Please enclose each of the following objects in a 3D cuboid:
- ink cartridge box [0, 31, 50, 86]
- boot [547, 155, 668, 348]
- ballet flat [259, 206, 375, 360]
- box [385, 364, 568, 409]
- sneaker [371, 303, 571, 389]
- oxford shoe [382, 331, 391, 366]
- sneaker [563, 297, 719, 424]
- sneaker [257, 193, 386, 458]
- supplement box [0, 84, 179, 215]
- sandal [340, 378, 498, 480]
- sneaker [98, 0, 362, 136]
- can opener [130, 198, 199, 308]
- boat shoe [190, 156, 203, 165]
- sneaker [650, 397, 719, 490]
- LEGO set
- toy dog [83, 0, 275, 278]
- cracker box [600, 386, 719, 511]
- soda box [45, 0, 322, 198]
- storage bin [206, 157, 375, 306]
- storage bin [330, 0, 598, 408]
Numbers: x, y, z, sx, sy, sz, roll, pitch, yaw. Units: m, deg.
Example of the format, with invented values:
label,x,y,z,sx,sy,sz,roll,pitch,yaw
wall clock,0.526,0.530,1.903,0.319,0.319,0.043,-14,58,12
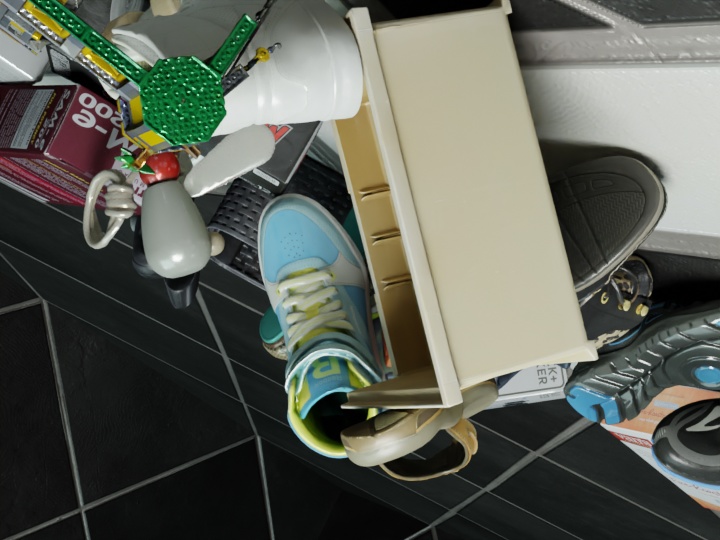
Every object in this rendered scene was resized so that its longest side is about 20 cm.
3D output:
label,x,y,z,sx,sy,sz,roll,pitch,yaw
ink cartridge box,-0.327,-0.211,0.933,0.145,0.084,0.200,33,164,-26
boot,0.150,0.001,0.780,0.150,0.200,0.073,2,-130,-47
ballet flat,0.000,0.000,0.923,0.075,0.200,0.068,26,-155,-32
box,0.088,0.096,1.046,0.199,0.060,0.117,-9,169,8
sneaker,0.079,0.058,0.924,0.199,0.081,0.074,-15,141,-2
oxford shoe,0.070,0.004,0.833,0.073,0.072,0.200,12,135,-16
sneaker,0.230,0.047,0.846,0.073,0.082,0.200,41,142,-19
sneaker,-0.027,0.039,0.816,0.131,0.079,0.201,-13,-97,-86
supplement box,-0.237,-0.096,0.908,0.199,0.061,0.109,10,165,48
sandal,0.043,0.105,0.726,0.054,0.080,0.200,67,-164,6
sneaker,-0.091,-0.131,0.621,0.200,0.115,0.074,-132,34,-50
can opener,-0.171,-0.055,1.021,0.063,0.201,0.079,4,131,-12
boat shoe,-0.187,-0.124,1.002,0.200,0.071,0.064,13,160,49
sneaker,0.304,0.105,0.814,0.198,0.071,0.083,-8,144,12
LEGO set,-0.096,-0.148,0.520,0.153,0.201,0.116,28,169,-22
toy dog,-0.110,-0.099,0.775,0.096,0.201,0.132,2,-173,-40
cracker box,0.340,0.176,1.094,0.200,0.058,0.134,38,162,-32
soda box,-0.127,-0.135,0.854,0.199,0.071,0.063,30,169,-5
storage bin,-0.030,-0.018,1.034,0.199,0.094,0.135,29,165,-2
storage bin,0.029,-0.030,0.670,0.093,0.201,0.198,-13,178,-20
